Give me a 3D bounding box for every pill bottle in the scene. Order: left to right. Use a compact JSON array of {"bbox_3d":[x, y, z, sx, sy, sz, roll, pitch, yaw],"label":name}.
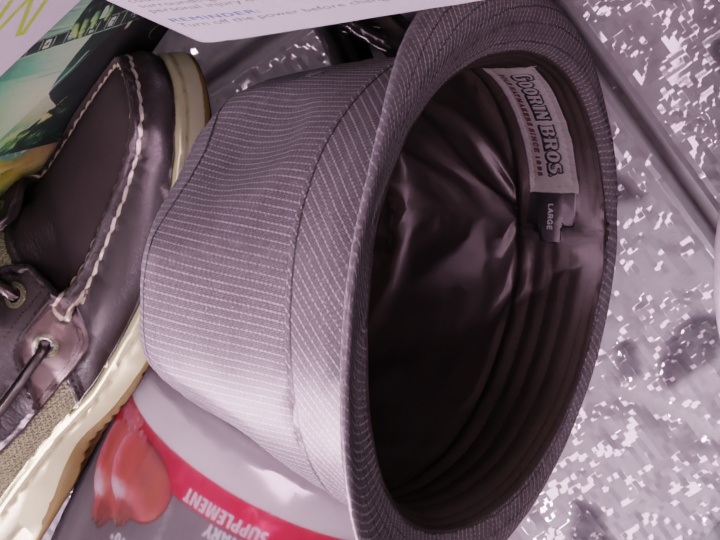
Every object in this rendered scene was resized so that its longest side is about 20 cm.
[{"bbox_3d":[-0.056,0.123,0.920,0.110,0.111,0.201,24,110,-6],"label":"pill bottle"}]

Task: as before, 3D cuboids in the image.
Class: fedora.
[{"bbox_3d":[0.000,0.000,0.815,0.090,0.200,0.178,8,112,25],"label":"fedora"}]

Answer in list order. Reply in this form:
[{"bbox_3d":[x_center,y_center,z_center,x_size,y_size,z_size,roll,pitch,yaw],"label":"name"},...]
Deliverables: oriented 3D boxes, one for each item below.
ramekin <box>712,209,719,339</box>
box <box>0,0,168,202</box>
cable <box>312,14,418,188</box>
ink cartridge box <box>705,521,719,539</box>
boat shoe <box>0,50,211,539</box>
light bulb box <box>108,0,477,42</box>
[{"bbox_3d":[0.202,-0.017,0.861,0.199,0.098,0.201,1,111,2],"label":"ramekin"},{"bbox_3d":[-0.103,-0.076,0.805,0.036,0.144,0.200,53,128,15],"label":"box"},{"bbox_3d":[-0.013,-0.090,0.869,0.097,0.050,0.201,-15,110,12],"label":"cable"},{"bbox_3d":[0.149,0.199,0.893,0.145,0.200,0.145,24,108,-7],"label":"ink cartridge box"},{"bbox_3d":[-0.103,0.016,0.873,0.065,0.073,0.200,12,123,-24],"label":"boat shoe"},{"bbox_3d":[-0.040,-0.174,0.635,0.124,0.200,0.199,-7,75,30],"label":"light bulb box"}]
